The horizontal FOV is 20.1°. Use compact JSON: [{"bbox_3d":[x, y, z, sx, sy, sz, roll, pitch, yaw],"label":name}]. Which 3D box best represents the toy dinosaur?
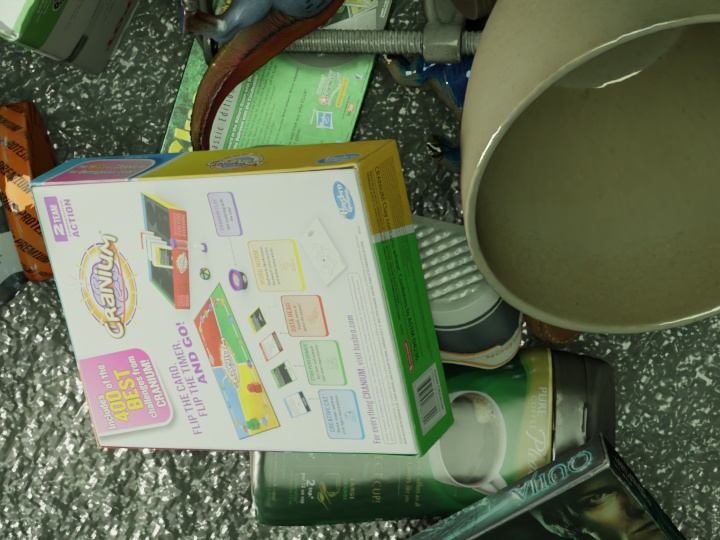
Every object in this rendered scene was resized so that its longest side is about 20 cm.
[{"bbox_3d":[-0.016,-0.175,1.070,0.180,0.105,0.201,-11,125,-13],"label":"toy dinosaur"}]

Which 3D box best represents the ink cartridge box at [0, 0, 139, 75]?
[{"bbox_3d":[-0.157,-0.189,1.049,0.084,0.200,0.147,27,92,3],"label":"ink cartridge box"}]

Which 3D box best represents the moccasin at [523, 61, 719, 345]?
[{"bbox_3d":[0.160,-0.040,1.102,0.202,0.074,0.078,-51,54,8],"label":"moccasin"}]

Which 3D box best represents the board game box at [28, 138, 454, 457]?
[{"bbox_3d":[-0.062,0.016,1.026,0.199,0.040,0.154,-1,111,30],"label":"board game box"}]

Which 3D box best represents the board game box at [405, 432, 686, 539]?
[{"bbox_3d":[0.079,0.182,1.094,0.199,0.028,0.135,-31,122,16],"label":"board game box"}]

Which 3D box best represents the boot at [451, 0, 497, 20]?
[{"bbox_3d":[0.095,-0.221,1.017,0.146,0.200,0.070,-38,58,-17],"label":"boot"}]

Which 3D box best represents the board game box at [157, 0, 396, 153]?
[{"bbox_3d":[-0.039,-0.134,1.137,0.104,0.023,0.201,18,92,-1],"label":"board game box"}]

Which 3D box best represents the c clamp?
[{"bbox_3d":[-0.012,-0.147,1.093,0.199,0.027,0.172,8,85,14],"label":"c clamp"}]

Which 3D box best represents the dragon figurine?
[{"bbox_3d":[0.077,-0.102,1.114,0.099,0.059,0.201,-27,84,10],"label":"dragon figurine"}]

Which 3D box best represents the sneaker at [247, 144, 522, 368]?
[{"bbox_3d":[0.000,0.000,1.079,0.199,0.080,0.079,27,69,36],"label":"sneaker"}]

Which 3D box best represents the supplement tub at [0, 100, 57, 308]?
[{"bbox_3d":[-0.264,-0.025,1.093,0.199,0.123,0.123,-11,92,1],"label":"supplement tub"}]

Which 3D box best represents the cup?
[{"bbox_3d":[0.133,-0.088,0.995,0.199,0.144,0.201,-7,135,-7],"label":"cup"}]

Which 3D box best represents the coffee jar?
[{"bbox_3d":[0.040,0.091,1.114,0.199,0.085,0.105,3,87,1],"label":"coffee jar"}]
